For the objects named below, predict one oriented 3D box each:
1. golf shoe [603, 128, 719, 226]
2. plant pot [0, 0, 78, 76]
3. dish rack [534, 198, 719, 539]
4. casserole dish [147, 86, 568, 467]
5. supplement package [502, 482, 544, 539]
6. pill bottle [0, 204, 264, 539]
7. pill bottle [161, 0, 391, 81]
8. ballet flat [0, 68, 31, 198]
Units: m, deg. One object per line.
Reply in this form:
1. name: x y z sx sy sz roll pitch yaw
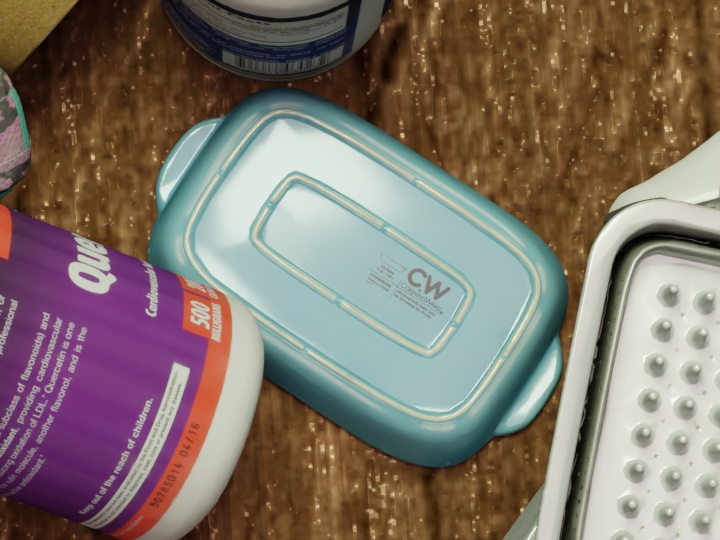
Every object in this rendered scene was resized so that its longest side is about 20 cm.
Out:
1. golf shoe: 0.185 -0.067 1.241 0.200 0.078 0.095 -22 77 -15
2. plant pot: -0.196 -0.181 1.195 0.200 0.186 0.186 40 82 -10
3. dish rack: 0.174 0.071 1.117 0.200 0.044 0.172 12 82 -2
4. casserole dish: 0.000 0.000 1.236 0.200 0.039 0.121 33 82 1
5. supplement package: 0.105 0.145 1.181 0.109 0.114 0.200 37 82 2
6. pill bottle: -0.147 0.033 1.159 0.200 0.112 0.113 22 81 -21
7. pill bottle: -0.033 -0.152 1.174 0.111 0.200 0.111 0 82 -3
8. ballet flat: -0.233 -0.078 1.191 0.200 0.069 0.071 9 118 13
